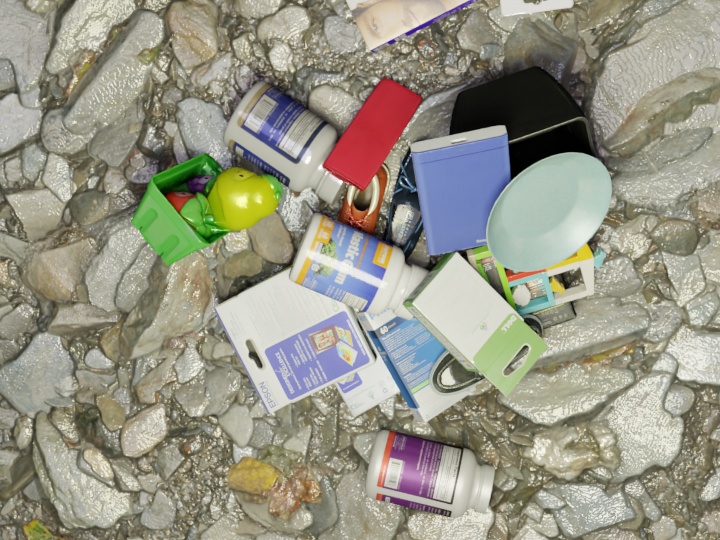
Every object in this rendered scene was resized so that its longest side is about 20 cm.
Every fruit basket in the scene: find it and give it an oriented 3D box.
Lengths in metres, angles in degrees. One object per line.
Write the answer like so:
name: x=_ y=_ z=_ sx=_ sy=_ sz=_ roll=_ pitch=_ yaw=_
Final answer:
fruit basket: x=-0.226 y=-0.113 z=1.718 sx=0.215 sy=0.216 sz=0.156 roll=-40 pitch=91 yaw=11

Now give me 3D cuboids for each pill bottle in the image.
pill bottle: x=0.112 y=0.331 z=1.783 sx=0.198 sy=0.112 sz=0.114 roll=13 pitch=99 yaw=5
pill bottle: x=0.000 y=0.000 z=1.684 sx=0.198 sy=0.112 sz=0.113 roll=22 pitch=100 yaw=-5
pill bottle: x=-0.104 y=-0.195 z=1.734 sx=0.199 sy=0.120 sz=0.120 roll=34 pitch=101 yaw=1

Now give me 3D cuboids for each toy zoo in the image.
toy zoo: x=0.272 y=-0.001 z=1.671 sx=0.198 sy=0.021 sz=0.132 roll=-17 pitch=121 yaw=9

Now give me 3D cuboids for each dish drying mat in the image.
dish drying mat: x=0.020 y=-0.212 z=1.708 sx=0.076 sy=0.018 sz=0.201 roll=31 pitch=63 yaw=2

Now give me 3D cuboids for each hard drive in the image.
hard drive: x=0.147 y=-0.109 z=1.556 sx=0.130 sy=0.026 sz=0.201 roll=-11 pitch=137 yaw=2

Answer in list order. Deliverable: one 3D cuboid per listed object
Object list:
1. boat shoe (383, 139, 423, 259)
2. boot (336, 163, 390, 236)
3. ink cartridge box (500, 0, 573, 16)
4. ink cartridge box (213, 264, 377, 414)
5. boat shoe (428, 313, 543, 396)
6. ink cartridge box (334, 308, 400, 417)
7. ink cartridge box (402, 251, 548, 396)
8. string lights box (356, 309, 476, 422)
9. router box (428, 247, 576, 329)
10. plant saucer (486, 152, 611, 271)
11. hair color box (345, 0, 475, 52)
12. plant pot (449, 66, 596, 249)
boat shoe: x=0.086 y=-0.104 z=1.747 sx=0.083 sy=0.069 sz=0.202 roll=11 pitch=99 yaw=6
boot: x=-0.009 y=-0.074 z=1.746 sx=0.074 sy=0.107 sz=0.202 roll=16 pitch=101 yaw=3
ink cartridge box: x=0.257 y=-0.490 z=1.672 sx=0.115 sy=0.068 sz=0.202 roll=-5 pitch=97 yaw=8
ink cartridge box: x=-0.103 y=0.099 z=1.775 sx=0.198 sy=0.047 sz=0.199 roll=-25 pitch=96 yaw=11
boat shoe: x=0.189 y=0.129 z=1.700 sx=0.199 sy=0.071 sz=0.072 roll=-35 pitch=91 yaw=8
ink cartridge box: x=-0.017 y=0.129 z=1.809 sx=0.099 sy=0.039 sz=0.201 roll=-28 pitch=95 yaw=10
ink cartridge box: x=0.169 y=0.080 z=1.636 sx=0.200 sy=0.059 sz=0.104 roll=44 pitch=78 yaw=-7
string lights box: x=0.089 y=0.129 z=1.768 sx=0.102 sy=0.059 sz=0.201 roll=-30 pitch=93 yaw=-13
router box: x=0.223 y=0.032 z=1.751 sx=0.198 sy=0.062 sz=0.151 roll=-20 pitch=97 yaw=10
plant saucer: x=0.259 y=-0.089 z=1.565 sx=0.199 sy=0.039 sz=0.203 roll=-14 pitch=132 yaw=-17
hair color box: x=0.081 y=-0.430 z=1.706 sx=0.198 sy=0.065 sz=0.110 roll=-25 pitch=95 yaw=12
plant pot: x=0.236 y=-0.182 z=1.641 sx=0.198 sy=0.179 sz=0.200 roll=-17 pitch=137 yaw=10
